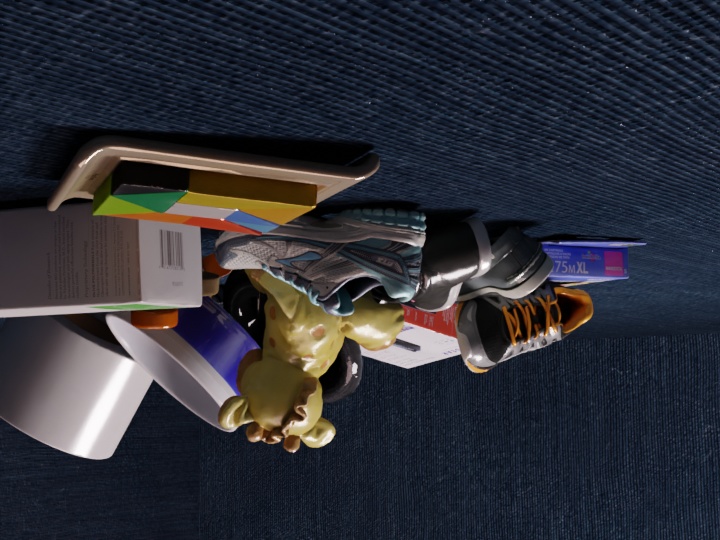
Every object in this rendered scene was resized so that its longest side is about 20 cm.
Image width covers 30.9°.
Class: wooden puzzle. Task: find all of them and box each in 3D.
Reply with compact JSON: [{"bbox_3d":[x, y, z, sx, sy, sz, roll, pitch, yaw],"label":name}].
[{"bbox_3d":[-0.106,-0.053,0.887,0.197,0.038,0.185,1,173,-19],"label":"wooden puzzle"}]

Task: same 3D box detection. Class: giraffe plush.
[{"bbox_3d":[-0.060,0.083,1.248,0.170,0.164,0.200,21,-170,-5],"label":"giraffe plush"}]

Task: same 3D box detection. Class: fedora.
[{"bbox_3d":[-0.063,0.056,1.523,0.199,0.203,0.091,-7,-155,44],"label":"fedora"}]

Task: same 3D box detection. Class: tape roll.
[{"bbox_3d":[-0.368,0.126,1.648,0.201,0.140,0.203,30,-177,-2],"label":"tape roll"}]

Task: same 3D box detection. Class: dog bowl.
[{"bbox_3d":[-0.196,0.091,1.509,0.199,0.079,0.201,37,161,15],"label":"dog bowl"}]

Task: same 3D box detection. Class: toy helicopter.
[{"bbox_3d":[-0.221,0.004,1.345,0.198,0.080,0.131,8,-169,41],"label":"toy helicopter"}]

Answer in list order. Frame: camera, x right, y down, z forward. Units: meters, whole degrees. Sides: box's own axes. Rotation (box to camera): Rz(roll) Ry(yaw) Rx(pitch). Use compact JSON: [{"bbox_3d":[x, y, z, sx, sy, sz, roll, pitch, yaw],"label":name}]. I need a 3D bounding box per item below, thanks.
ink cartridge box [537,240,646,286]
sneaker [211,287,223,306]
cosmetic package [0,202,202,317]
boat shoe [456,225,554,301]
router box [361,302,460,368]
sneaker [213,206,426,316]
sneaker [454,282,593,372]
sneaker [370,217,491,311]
[{"bbox_3d":[0.200,-0.005,1.399,0.118,0.043,0.199,2,172,-28],"label":"ink cartridge box"},{"bbox_3d":[-0.194,0.053,1.742,0.078,0.081,0.199,0,-159,34],"label":"sneaker"},{"bbox_3d":[-0.240,-0.008,1.064,0.197,0.086,0.107,-5,176,22],"label":"cosmetic package"},{"bbox_3d":[0.117,-0.014,1.283,0.062,0.073,0.200,47,165,-16],"label":"boat shoe"},{"bbox_3d":[0.047,0.076,1.797,0.177,0.050,0.199,18,160,-25],"label":"router box"},{"bbox_3d":[-0.040,-0.005,1.112,0.197,0.088,0.077,-4,173,26],"label":"sneaker"},{"bbox_3d":[0.166,0.049,1.338,0.077,0.079,0.199,-13,-176,40],"label":"sneaker"},{"bbox_3d":[0.045,0.001,1.207,0.098,0.072,0.200,-11,170,-15],"label":"sneaker"}]
